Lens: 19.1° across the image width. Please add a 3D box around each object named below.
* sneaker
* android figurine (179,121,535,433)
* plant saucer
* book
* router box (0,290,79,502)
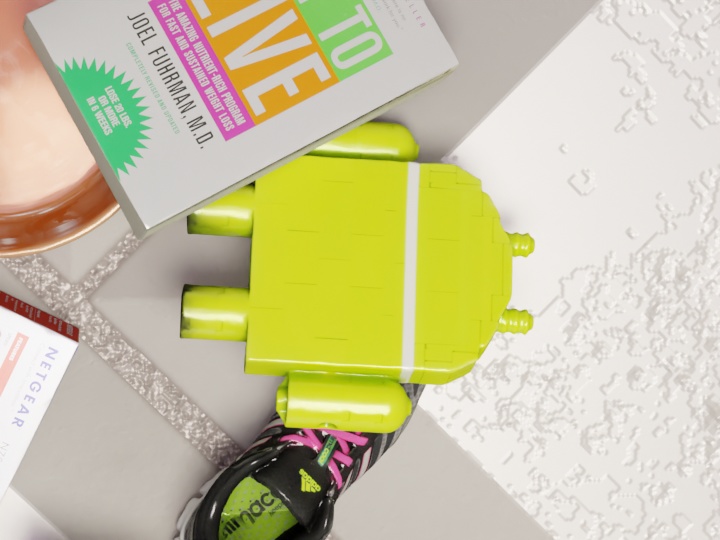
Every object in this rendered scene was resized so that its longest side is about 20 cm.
[{"bbox_3d":[-0.028,0.108,1.219,0.074,0.087,0.200,43,91,-11],"label":"sneaker"},{"bbox_3d":[0.000,0.000,1.199,0.199,0.041,0.183,2,73,-6],"label":"android figurine"},{"bbox_3d":[-0.203,-0.108,1.194,0.200,0.032,0.201,-1,97,-7],"label":"plant saucer"},{"bbox_3d":[-0.065,-0.121,1.176,0.200,0.048,0.134,-29,89,-17],"label":"book"},{"bbox_3d":[-0.281,0.087,1.203,0.179,0.049,0.200,27,94,-10],"label":"router box"}]
